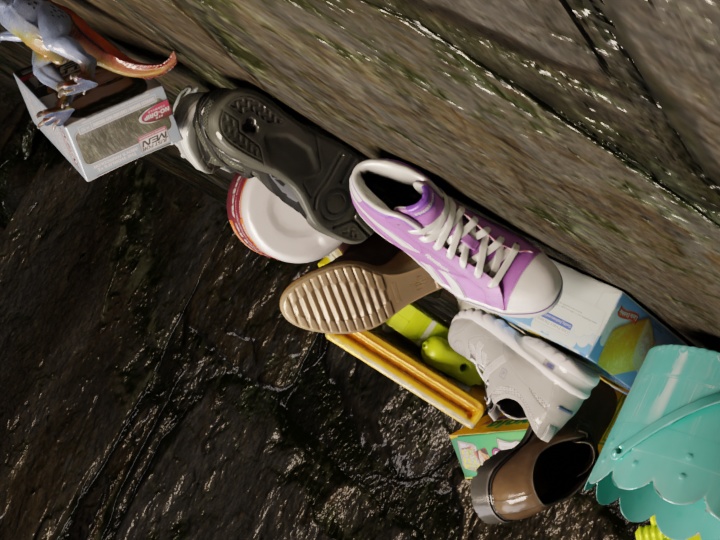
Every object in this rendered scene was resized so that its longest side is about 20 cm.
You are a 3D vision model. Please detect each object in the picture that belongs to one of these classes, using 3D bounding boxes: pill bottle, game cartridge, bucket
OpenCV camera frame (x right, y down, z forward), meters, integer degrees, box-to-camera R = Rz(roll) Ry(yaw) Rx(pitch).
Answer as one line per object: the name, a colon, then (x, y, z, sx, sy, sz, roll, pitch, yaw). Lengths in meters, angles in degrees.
pill bottle: (-0.076, -0.067, 1.703, 0.114, 0.114, 0.200, 29, 177, -10)
game cartridge: (0.056, 0.097, 1.741, 0.176, 0.032, 0.200, 32, -174, 5)
bucket: (0.305, 0.158, 1.408, 0.207, 0.135, 0.207, 21, 168, 5)

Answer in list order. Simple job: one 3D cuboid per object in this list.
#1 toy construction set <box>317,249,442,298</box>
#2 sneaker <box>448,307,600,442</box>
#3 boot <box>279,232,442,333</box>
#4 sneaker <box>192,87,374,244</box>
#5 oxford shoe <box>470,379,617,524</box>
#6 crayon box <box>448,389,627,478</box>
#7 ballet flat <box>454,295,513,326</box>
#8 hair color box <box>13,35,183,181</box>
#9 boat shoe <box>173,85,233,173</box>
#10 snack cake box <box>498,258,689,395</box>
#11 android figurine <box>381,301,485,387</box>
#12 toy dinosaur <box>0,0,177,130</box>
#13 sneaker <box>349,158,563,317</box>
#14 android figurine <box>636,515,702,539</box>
toy construction set: (0.017, -0.023, 1.833, 0.200, 0.092, 0.131, 18, 147, 36)
sneaker: (0.126, 0.091, 1.488, 0.075, 0.082, 0.200, 31, 178, -26)
boot: (0.000, 0.000, 1.665, 0.200, 0.072, 0.166, -14, -162, -14)
sneaker: (-0.069, -0.099, 1.483, 0.199, 0.076, 0.114, 34, 177, -29)
oxford shoe: (0.185, 0.158, 1.472, 0.084, 0.200, 0.073, -13, 111, 43)
crayon box: (0.224, 0.161, 1.771, 0.173, 0.058, 0.200, -23, -174, -38)
ballet flat: (0.145, 0.063, 1.706, 0.200, 0.069, 0.069, 54, -177, 11)
hair color box: (-0.253, -0.158, 1.589, 0.200, 0.099, 0.061, 40, 153, 57)
boat shoe: (-0.156, -0.140, 1.646, 0.065, 0.074, 0.202, 24, -176, 8)
snack cake box: (0.217, 0.058, 1.513, 0.115, 0.067, 0.200, 26, 176, 39)
android figurine: (0.062, 0.060, 1.743, 0.200, 0.041, 0.182, 32, -176, -30)
toy dinosaur: (-0.294, -0.218, 1.479, 0.182, 0.200, 0.105, 65, 150, 18)
sneaker: (0.075, -0.026, 1.371, 0.200, 0.073, 0.114, 29, 175, 8)
android figurine: (0.346, 0.204, 1.519, 0.200, 0.182, 0.041, -8, 165, 9)
